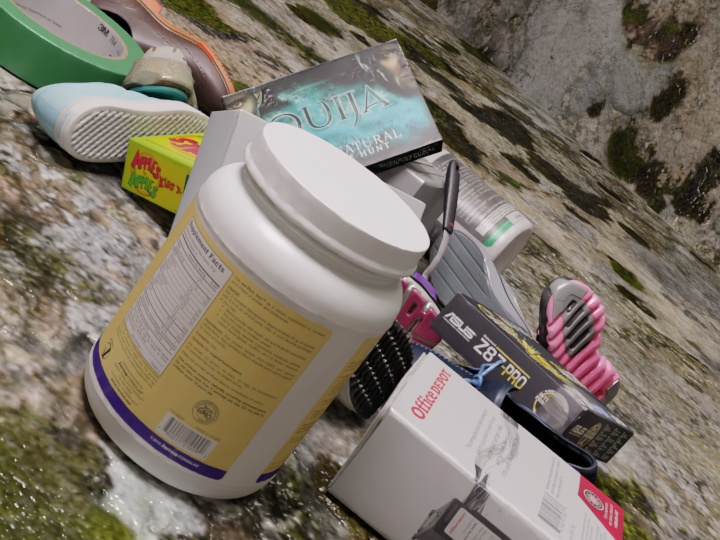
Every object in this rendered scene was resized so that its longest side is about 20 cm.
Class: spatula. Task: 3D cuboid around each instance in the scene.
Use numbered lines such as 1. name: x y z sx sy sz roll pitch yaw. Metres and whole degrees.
1. spatula: 0.083 -0.026 1.222 0.020 0.201 0.057 2 -23 31

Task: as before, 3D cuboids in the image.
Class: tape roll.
1. tape roll: -0.307 -0.236 1.155 0.200 0.048 0.201 34 19 -13

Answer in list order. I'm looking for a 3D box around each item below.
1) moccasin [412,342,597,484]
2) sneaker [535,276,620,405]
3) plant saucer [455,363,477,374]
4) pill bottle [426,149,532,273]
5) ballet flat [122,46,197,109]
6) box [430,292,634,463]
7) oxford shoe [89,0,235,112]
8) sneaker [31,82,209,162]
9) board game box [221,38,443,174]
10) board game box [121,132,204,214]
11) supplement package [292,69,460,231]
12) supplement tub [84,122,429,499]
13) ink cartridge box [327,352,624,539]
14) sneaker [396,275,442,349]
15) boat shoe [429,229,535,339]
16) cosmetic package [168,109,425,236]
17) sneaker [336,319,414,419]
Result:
1. moccasin: 0.111 0.115 0.957 0.200 0.068 0.080 33 41 10
2. sneaker: 0.218 0.074 1.265 0.095 0.079 0.200 44 -18 45
3. plant saucer: 0.127 0.150 1.053 0.200 0.032 0.200 34 18 -13
4. pill bottle: 0.103 -0.077 1.433 0.200 0.113 0.113 43 19 15
5. ballet flat: -0.193 -0.187 1.132 0.067 0.063 0.200 3 -2 -6
6. box: 0.165 0.104 1.094 0.161 0.049 0.200 47 9 28
7. oxford shoe: -0.228 -0.241 1.320 0.200 0.071 0.073 42 47 3
8. sneaker: -0.210 -0.137 1.052 0.082 0.074 0.200 39 15 27
9. board game box: -0.031 -0.153 1.212 0.028 0.199 0.136 86 -17 -67
10. board game box: -0.107 -0.089 1.063 0.101 0.048 0.200 26 22 30
11. supplement package: -0.011 -0.111 1.293 0.200 0.117 0.117 44 17 18
12. supplement tub: -0.064 0.025 0.723 0.145 0.200 0.146 33 18 -12
13. ink cartridge box: 0.089 0.167 0.852 0.200 0.084 0.145 38 18 5
14. sneaker: 0.000 0.000 1.109 0.199 0.074 0.087 33 24 1
15. boat shoe: 0.138 0.042 1.302 0.067 0.073 0.201 40 21 -48
16. cosmetic package: -0.053 -0.020 0.936 0.199 0.152 0.052 25 -12 -36
17. sneaker: -0.024 0.037 0.892 0.093 0.070 0.200 37 -14 32
